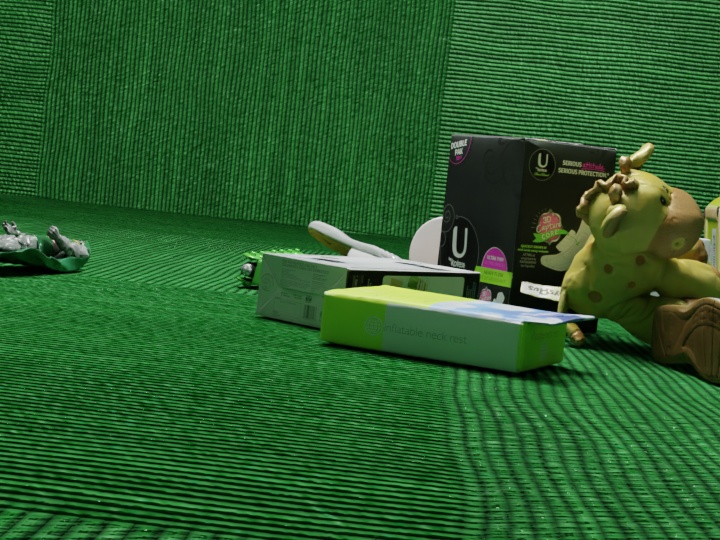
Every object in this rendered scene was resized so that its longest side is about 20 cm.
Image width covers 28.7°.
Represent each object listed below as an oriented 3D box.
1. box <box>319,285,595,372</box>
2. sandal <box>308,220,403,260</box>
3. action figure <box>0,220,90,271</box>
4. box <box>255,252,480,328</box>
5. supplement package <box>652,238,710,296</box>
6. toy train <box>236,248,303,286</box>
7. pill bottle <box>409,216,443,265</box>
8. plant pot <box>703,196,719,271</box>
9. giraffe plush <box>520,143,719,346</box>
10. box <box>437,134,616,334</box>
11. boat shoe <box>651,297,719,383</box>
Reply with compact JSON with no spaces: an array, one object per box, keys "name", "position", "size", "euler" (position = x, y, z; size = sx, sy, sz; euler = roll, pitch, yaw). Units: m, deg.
[{"name":"box","position":[0.082,0.048,1.178],"size":[0.200,0.048,0.122],"euler":[8,5,25]},{"name":"sandal","position":[0.004,0.003,1.623],"size":[0.207,0.059,0.079],"euler":[25,-9,45]},{"name":"action figure","position":[-0.360,-0.025,1.541],"size":[0.118,0.055,0.200],"euler":[5,-1,24]},{"name":"box","position":[0.010,0.021,1.362],"size":[0.117,0.060,0.200],"euler":[10,5,42]},{"name":"supplement package","position":[0.350,0.000,1.872],"size":[0.114,0.110,0.200],"euler":[4,4,-29]},{"name":"toy train","position":[-0.091,0.000,1.696],"size":[0.056,0.042,0.200],"euler":[17,7,15]},{"name":"pill bottle","position":[0.148,-0.016,1.736],"size":[0.116,0.116,0.200],"euler":[9,4,31]},{"name":"plant pot","position":[0.597,-0.023,2.041],"size":[0.181,0.200,0.199],"euler":[1,4,5]},{"name":"giraffe plush","position":[0.268,-0.031,1.370],"size":[0.200,0.162,0.173],"euler":[0,43,-9]},{"name":"box","position":[0.174,-0.042,1.518],"size":[0.124,0.200,0.149],"euler":[4,5,-30]},{"name":"boat shoe","position":[0.321,0.059,1.231],"size":[0.069,0.071,0.200],"euler":[4,3,-10]}]
